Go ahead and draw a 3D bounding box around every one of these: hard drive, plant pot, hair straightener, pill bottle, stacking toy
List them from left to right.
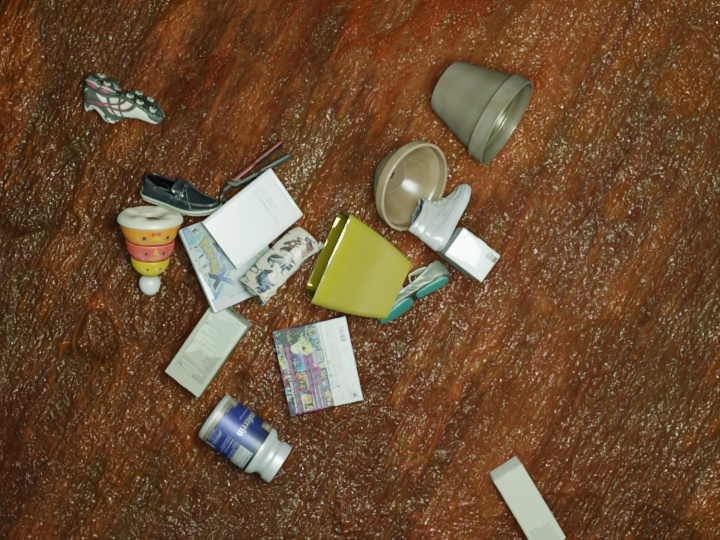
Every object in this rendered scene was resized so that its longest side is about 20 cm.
[{"bbox_3d":[-0.482,-0.039,1.530,0.143,0.147,0.204,5,110,1],"label":"stacking toy"},{"bbox_3d":[-0.263,0.391,1.528,0.199,0.116,0.117,36,93,-1],"label":"pill bottle"},{"bbox_3d":[-0.244,-0.118,1.506,0.199,0.027,0.133,-42,109,-17],"label":"hard drive"},{"bbox_3d":[-0.239,-0.214,1.539,0.199,0.041,0.078,-36,92,-3],"label":"hair straightener"},{"bbox_3d":[0.000,0.000,1.476,0.174,0.200,0.203,24,93,-11],"label":"plant pot"},{"bbox_3d":[0.096,-0.201,1.487,0.092,0.200,0.203,34,93,41],"label":"plant pot"},{"bbox_3d":[0.255,-0.367,1.461,0.173,0.200,0.201,37,93,15],"label":"plant pot"}]

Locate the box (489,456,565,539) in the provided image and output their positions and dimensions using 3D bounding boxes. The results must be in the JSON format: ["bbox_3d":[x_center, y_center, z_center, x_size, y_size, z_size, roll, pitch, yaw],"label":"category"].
[{"bbox_3d":[0.387,0.545,1.539,0.081,0.068,0.202,-30,91,2],"label":"box"}]

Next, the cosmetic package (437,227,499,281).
[{"bbox_3d":[0.231,-0.037,1.455,0.101,0.200,0.075,37,94,0],"label":"cosmetic package"}]

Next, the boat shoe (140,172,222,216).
[{"bbox_3d":[-0.414,-0.176,1.528,0.196,0.075,0.063,17,122,5],"label":"boat shoe"}]

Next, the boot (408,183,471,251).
[{"bbox_3d":[0.176,-0.141,1.477,0.095,0.074,0.202,33,54,-5],"label":"boot"}]

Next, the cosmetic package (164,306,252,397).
[{"bbox_3d":[-0.352,0.179,1.543,0.105,0.071,0.201,37,93,0],"label":"cosmetic package"}]

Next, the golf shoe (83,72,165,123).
[{"bbox_3d":[-0.548,-0.379,1.538,0.197,0.077,0.089,27,113,3],"label":"golf shoe"}]

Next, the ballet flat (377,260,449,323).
[{"bbox_3d":[0.115,0.046,1.539,0.198,0.067,0.064,-34,64,2],"label":"ballet flat"}]

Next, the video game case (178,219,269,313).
[{"bbox_3d":[-0.295,-0.030,1.520,0.180,0.022,0.203,-24,92,-26],"label":"video game case"}]

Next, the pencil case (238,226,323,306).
[{"bbox_3d":[-0.177,-0.013,1.502,0.089,0.078,0.200,40,73,19],"label":"pencil case"}]

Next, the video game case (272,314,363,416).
[{"bbox_3d":[-0.099,0.222,1.556,0.178,0.036,0.204,-13,92,2],"label":"video game case"}]
